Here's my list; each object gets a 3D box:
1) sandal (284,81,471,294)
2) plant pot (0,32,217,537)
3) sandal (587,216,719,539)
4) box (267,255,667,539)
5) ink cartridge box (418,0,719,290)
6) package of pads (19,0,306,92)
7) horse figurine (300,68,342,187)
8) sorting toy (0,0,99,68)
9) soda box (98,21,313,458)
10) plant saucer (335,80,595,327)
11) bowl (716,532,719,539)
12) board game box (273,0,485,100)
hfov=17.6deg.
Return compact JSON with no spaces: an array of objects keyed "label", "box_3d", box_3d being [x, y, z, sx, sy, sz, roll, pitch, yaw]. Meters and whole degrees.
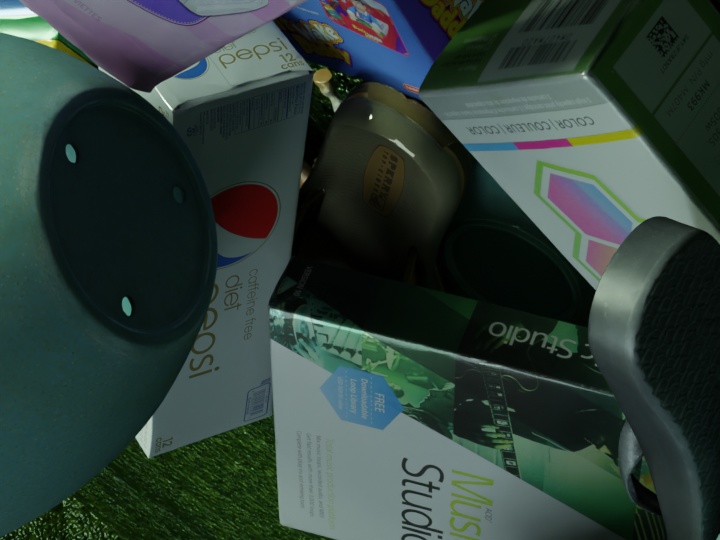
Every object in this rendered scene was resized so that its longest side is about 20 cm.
[{"label":"sandal","box_3d":[0.000,0.000,0.974,0.080,0.054,0.200,27,148,10]},{"label":"plant pot","box_3d":[-0.130,-0.003,0.838,0.134,0.201,0.200,-15,130,34]},{"label":"sandal","box_3d":[0.118,0.052,0.832,0.043,0.076,0.201,20,148,37]},{"label":"box","box_3d":[0.061,0.075,0.959,0.199,0.036,0.145,12,138,13]},{"label":"ink cartridge box","box_3d":[0.124,-0.020,0.846,0.200,0.059,0.104,46,159,-24]},{"label":"package of pads","box_3d":[-0.048,-0.140,0.747,0.120,0.076,0.199,36,144,-27]},{"label":"horse figurine","box_3d":[0.019,-0.028,1.096,0.200,0.050,0.133,29,154,43]},{"label":"sorting toy","box_3d":[-0.162,-0.078,1.020,0.198,0.070,0.200,1,162,30]},{"label":"soda box","box_3d":[-0.070,-0.018,0.962,0.068,0.063,0.201,53,148,36]},{"label":"plant saucer","box_3d":[0.068,-0.006,0.983,0.199,0.027,0.201,23,148,16]},{"label":"bowl","box_3d":[0.214,0.088,0.787,0.199,0.106,0.201,11,174,1]},{"label":"board game box","box_3d":[-0.039,-0.143,0.918,0.199,0.045,0.135,24,158,44]}]
